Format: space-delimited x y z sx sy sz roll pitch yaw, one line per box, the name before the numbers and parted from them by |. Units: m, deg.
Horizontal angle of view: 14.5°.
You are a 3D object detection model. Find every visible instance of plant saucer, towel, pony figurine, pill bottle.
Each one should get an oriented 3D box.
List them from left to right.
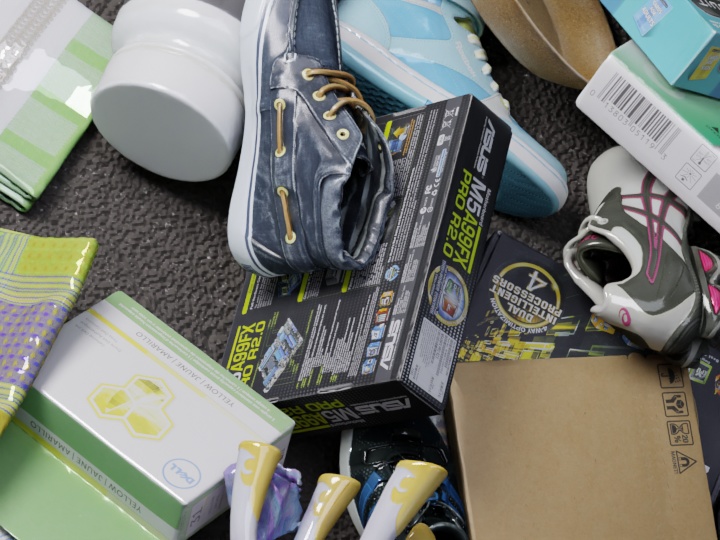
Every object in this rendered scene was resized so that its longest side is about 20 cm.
towel | -0.249 0.048 1.631 0.143 0.023 0.200 11 55 27
towel | -0.251 -0.146 1.755 0.200 0.031 0.149 33 62 -3
pill bottle | -0.087 -0.161 1.766 0.113 0.113 0.200 27 60 -6
pony figurine | -0.048 0.200 1.554 0.192 0.167 0.201 6 69 22
plant saucer | 0.101 -0.196 1.842 0.200 0.035 0.200 48 24 -29

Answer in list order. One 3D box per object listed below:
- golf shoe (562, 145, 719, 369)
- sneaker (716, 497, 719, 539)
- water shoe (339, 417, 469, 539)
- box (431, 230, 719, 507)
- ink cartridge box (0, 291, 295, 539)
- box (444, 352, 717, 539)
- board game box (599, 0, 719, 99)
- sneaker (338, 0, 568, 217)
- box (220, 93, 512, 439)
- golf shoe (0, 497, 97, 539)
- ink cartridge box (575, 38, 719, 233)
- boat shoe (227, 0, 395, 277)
golf shoe | 0.169 -0.024 1.774 0.088 0.077 0.200 16 29 -23
sneaker | 0.289 0.208 1.746 0.074 0.088 0.201 -15 73 -24
water shoe | 0.040 0.150 1.639 0.071 0.079 0.201 1 63 -23
box | 0.135 0.091 1.769 0.200 0.049 0.162 30 65 -4
ink cartridge box | -0.155 0.107 1.619 0.145 0.048 0.200 36 43 20
box | 0.137 0.149 1.708 0.163 0.021 0.201 -1 71 -18
board game box | 0.203 -0.189 1.841 0.151 0.047 0.200 10 36 -50
sneaker | 0.071 -0.132 1.830 0.200 0.080 0.131 35 62 -3
box | 0.000 0.000 1.702 0.044 0.160 0.201 37 55 -36
golf shoe | -0.231 0.175 1.607 0.199 0.078 0.097 -6 52 -27
ink cartridge box | 0.239 -0.092 1.823 0.161 0.050 0.200 42 30 8
boat shoe | -0.021 -0.095 1.685 0.071 0.091 0.201 10 83 -49
